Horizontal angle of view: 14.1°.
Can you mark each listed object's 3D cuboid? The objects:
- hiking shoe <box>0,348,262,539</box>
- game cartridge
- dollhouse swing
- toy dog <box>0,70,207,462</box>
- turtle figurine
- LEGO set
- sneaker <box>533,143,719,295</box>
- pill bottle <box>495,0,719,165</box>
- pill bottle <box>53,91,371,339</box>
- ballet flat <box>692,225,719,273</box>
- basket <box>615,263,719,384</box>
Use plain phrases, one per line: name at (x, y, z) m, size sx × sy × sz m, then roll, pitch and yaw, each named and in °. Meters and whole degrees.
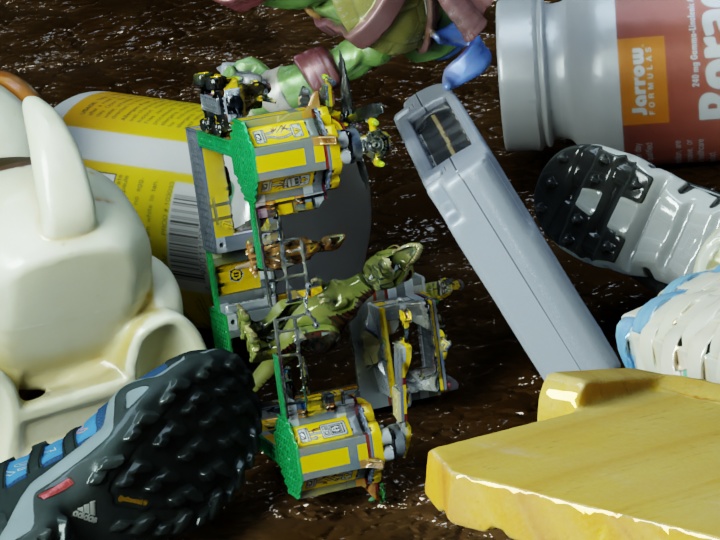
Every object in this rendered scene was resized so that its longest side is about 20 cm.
hiking shoe at (-0.123, 0.090, 1.224) m, size 0.087 × 0.074 × 0.200 m, roll 8°, pitch 34°, yaw 38°
game cartridge at (0.069, -0.011, 1.352) m, size 0.040 × 0.133 × 0.200 m, roll -28°, pitch 15°, yaw 3°
dollhouse swing at (0.132, 0.125, 0.948) m, size 0.200 × 0.182 × 0.176 m, roll 12°, pitch 28°, yaw 33°
toy dog at (-0.177, -0.014, 1.345) m, size 0.139 × 0.194 × 0.200 m, roll -23°, pitch 41°, yaw -17°
turtle figurine at (-0.047, -0.154, 1.399) m, size 0.194 × 0.144 × 0.200 m, roll 29°, pitch 18°, yaw -53°
LEGO set at (0.000, 0.000, 1.305) m, size 0.116 × 0.200 × 0.154 m, roll -11°, pitch 3°, yaw -16°
sneaker at (0.181, 0.000, 1.385) m, size 0.200 × 0.067 × 0.090 m, roll 31°, pitch 10°, yaw 32°
pill bottle at (0.177, -0.114, 1.604) m, size 0.200 × 0.112 × 0.112 m, roll -4°, pitch 23°, yaw 6°
pill bottle at (-0.105, -0.031, 1.478) m, size 0.200 × 0.113 × 0.113 m, roll 9°, pitch 27°, yaw 31°
ballet flat at (0.164, 0.026, 1.248) m, size 0.069 × 0.070 × 0.200 m, roll 3°, pitch 48°, yaw 21°
basket at (0.198, 0.075, 1.083) m, size 0.139 × 0.177 × 0.200 m, roll -27°, pitch 22°, yaw -35°
